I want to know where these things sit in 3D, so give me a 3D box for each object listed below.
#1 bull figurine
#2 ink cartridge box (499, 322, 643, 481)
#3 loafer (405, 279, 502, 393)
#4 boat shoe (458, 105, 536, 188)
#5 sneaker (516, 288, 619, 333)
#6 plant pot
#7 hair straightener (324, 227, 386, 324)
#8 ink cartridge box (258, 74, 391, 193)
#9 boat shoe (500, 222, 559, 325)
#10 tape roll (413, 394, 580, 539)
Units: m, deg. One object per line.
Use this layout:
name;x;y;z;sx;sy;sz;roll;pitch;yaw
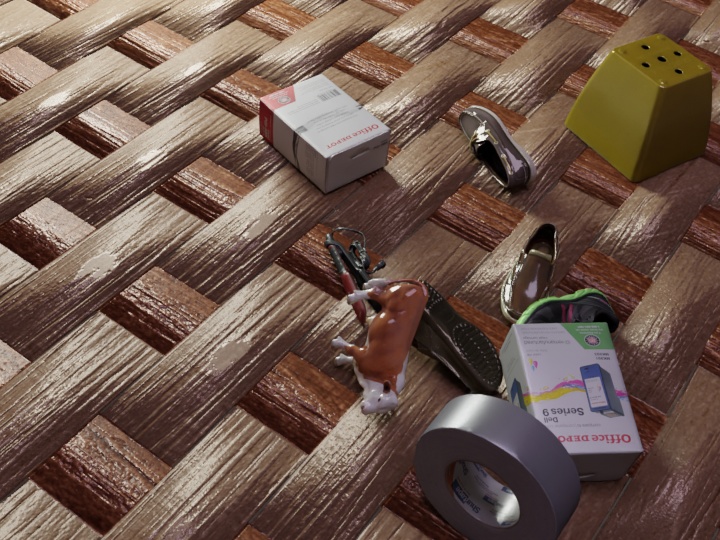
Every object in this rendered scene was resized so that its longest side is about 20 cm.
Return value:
bull figurine;0.026;0.102;1.396;0.120;0.065;0.202;17;77;24
ink cartridge box;0.281;0.176;1.358;0.143;0.088;0.202;0;56;-9
loafer;0.126;0.102;1.449;0.076;0.068;0.201;-23;67;-44
boat shoe;0.231;-0.221;1.784;0.059;0.072;0.201;-18;56;-28
sneaker;0.303;0.085;1.482;0.198;0.077;0.084;-20;47;-24
plant pot;0.528;-0.315;1.843;0.198;0.178;0.200;-22;51;-27
hair straightener;0.000;0.000;1.558;0.076;0.041;0.201;-11;43;-19
ink cartridge box;-0.064;-0.241;1.750;0.146;0.084;0.200;-26;53;-29
boat shoe;0.267;-0.001;1.563;0.074;0.075;0.203;16;45;8
tape roll;0.162;0.249;1.208;0.199;0.202;0.066;29;48;21
